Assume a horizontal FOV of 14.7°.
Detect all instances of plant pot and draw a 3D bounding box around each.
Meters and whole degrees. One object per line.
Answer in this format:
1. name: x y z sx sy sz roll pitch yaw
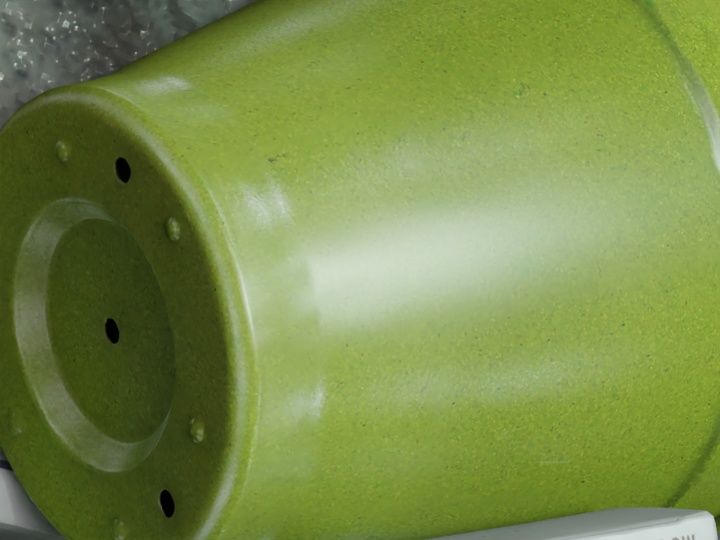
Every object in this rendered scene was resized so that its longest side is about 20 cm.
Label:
1. plant pot: 0.000 0.000 0.781 0.192 0.200 0.201 -12 83 -39

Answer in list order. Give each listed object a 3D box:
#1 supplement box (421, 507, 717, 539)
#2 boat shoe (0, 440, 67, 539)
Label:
1. supplement box: 0.044 0.168 0.714 0.108 0.061 0.201 -7 90 -24
2. boat shoe: -0.153 0.031 0.786 0.199 0.072 0.066 18 74 -15
